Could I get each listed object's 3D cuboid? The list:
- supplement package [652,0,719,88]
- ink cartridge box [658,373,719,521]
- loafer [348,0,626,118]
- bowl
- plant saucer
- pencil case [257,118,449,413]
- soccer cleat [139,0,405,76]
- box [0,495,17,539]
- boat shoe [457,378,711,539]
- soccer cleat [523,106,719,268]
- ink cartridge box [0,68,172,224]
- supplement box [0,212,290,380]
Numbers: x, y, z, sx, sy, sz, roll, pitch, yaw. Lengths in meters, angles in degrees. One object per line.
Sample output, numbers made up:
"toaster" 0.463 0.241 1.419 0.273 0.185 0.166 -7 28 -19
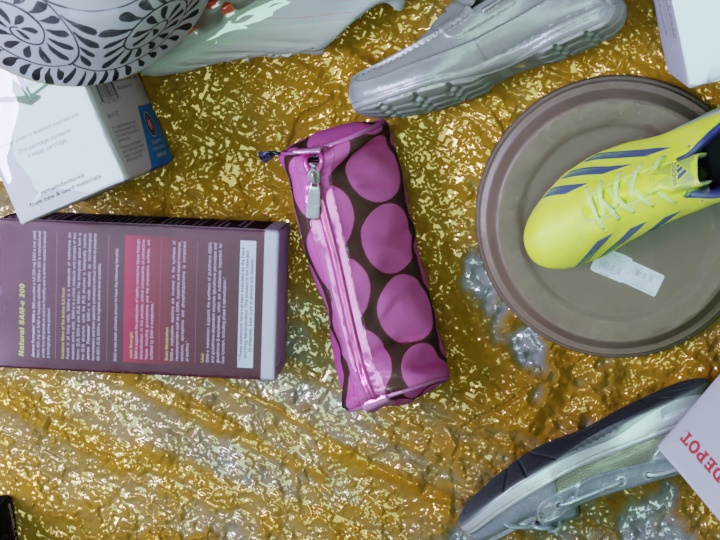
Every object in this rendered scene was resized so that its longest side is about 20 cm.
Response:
"supplement package" 0.245 -0.185 1.250 0.114 0.200 0.110 -12 97 7
"ink cartridge box" 0.332 0.108 1.286 0.146 0.147 0.200 32 102 -33
"loafer" 0.082 -0.162 1.342 0.200 0.070 0.070 -21 78 9
"bowl" -0.172 -0.220 1.211 0.200 0.094 0.201 1 87 -18
"plant saucer" 0.180 -0.035 1.365 0.200 0.029 0.200 1 99 5
"pencil case" 0.000 0.000 1.355 0.091 0.094 0.200 -15 97 12
"soccer cleat" -0.064 -0.170 1.352 0.200 0.069 0.078 -23 126 16
"box" -0.311 0.278 1.397 0.124 0.149 0.200 -6 98 5
"boat shoe" 0.165 0.144 1.371 0.202 0.074 0.065 -27 93 1
"soccer cleat" 0.198 -0.059 1.303 0.200 0.084 0.065 -25 96 9
"ink cartridge box" -0.215 -0.145 1.329 0.084 0.146 0.200 -22 94 10
"supplement box" -0.153 0.017 1.389 0.200 0.061 0.109 3 98 4
